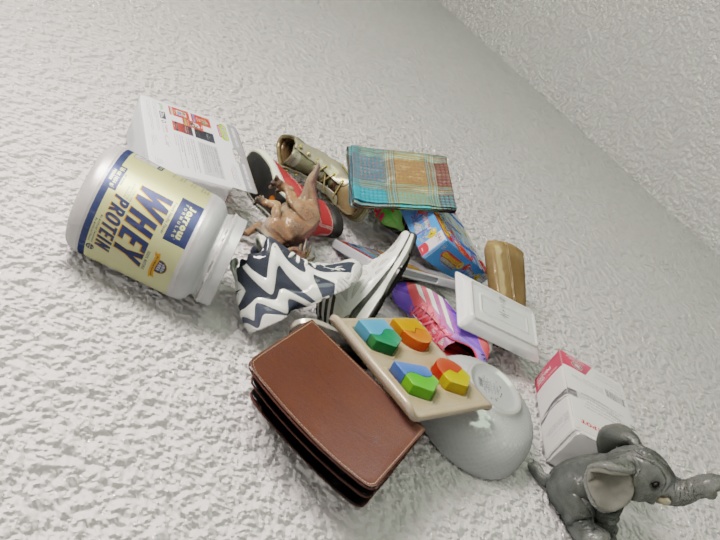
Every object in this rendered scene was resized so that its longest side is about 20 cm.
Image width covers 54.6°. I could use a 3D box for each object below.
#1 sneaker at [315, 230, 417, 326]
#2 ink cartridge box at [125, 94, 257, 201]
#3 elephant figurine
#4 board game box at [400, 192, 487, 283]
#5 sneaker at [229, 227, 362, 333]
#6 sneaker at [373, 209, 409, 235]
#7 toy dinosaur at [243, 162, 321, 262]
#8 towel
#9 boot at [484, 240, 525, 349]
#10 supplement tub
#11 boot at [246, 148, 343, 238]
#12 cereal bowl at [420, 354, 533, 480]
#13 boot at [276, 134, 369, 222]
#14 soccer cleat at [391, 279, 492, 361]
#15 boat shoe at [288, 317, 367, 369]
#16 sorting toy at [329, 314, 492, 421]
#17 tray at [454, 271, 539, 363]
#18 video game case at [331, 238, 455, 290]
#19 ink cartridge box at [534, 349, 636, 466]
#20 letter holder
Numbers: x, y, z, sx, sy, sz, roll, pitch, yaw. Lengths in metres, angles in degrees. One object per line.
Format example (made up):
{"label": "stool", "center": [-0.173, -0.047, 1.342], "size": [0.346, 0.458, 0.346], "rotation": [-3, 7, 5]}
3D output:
{"label": "sneaker", "center": [0.000, 0.000, 1.074], "size": [0.114, 0.076, 0.202], "rotation": [32, 72, 8]}
{"label": "ink cartridge box", "center": [-0.273, -0.169, 1.114], "size": [0.172, 0.085, 0.202], "rotation": [12, 37, -32]}
{"label": "elephant figurine", "center": [0.366, 0.289, 0.978], "size": [0.152, 0.202, 0.143], "rotation": [18, 33, -23]}
{"label": "board game box", "center": [0.150, -0.081, 1.344], "size": [0.195, 0.055, 0.203], "rotation": [31, 30, -51]}
{"label": "sneaker", "center": [-0.096, -0.010, 0.981], "size": [0.196, 0.079, 0.132], "rotation": [-25, 92, -22]}
{"label": "sneaker", "center": [0.060, -0.132, 1.416], "size": [0.084, 0.076, 0.202], "rotation": [47, 20, -30]}
{"label": "toy dinosaur", "center": [-0.104, -0.067, 1.089], "size": [0.135, 0.086, 0.201], "rotation": [38, 66, 2]}
{"label": "towel", "center": [0.072, -0.167, 1.267], "size": [0.194, 0.022, 0.149], "rotation": [3, 52, -10]}
{"label": "boot", "center": [0.246, 0.036, 1.287], "size": [0.173, 0.065, 0.205], "rotation": [26, 53, -37]}
{"label": "supplement tub", "center": [-0.260, -0.054, 0.904], "size": [0.197, 0.146, 0.146], "rotation": [26, 31, -12]}
{"label": "boot", "center": [-0.116, -0.132, 1.240], "size": [0.143, 0.073, 0.201], "rotation": [0, 46, -53]}
{"label": "cereal bowl", "center": [0.180, 0.202, 1.037], "size": [0.197, 0.084, 0.202], "rotation": [25, 33, -17]}
{"label": "boot", "center": [-0.071, -0.174, 1.290], "size": [0.153, 0.073, 0.201], "rotation": [27, 17, -39]}
{"label": "soccer cleat", "center": [0.131, 0.091, 1.165], "size": [0.198, 0.069, 0.073], "rotation": [37, 39, 3]}
{"label": "boat shoe", "center": [-0.015, 0.118, 0.988], "size": [0.196, 0.067, 0.058], "rotation": [15, 51, -30]}
{"label": "sorting toy", "center": [0.072, 0.119, 0.930], "size": [0.198, 0.037, 0.185], "rotation": [10, 29, -49]}
{"label": "tray", "center": [0.240, 0.078, 1.193], "size": [0.197, 0.022, 0.110], "rotation": [25, 49, -29]}
{"label": "video game case", "center": [0.062, -0.010, 1.224], "size": [0.196, 0.018, 0.142], "rotation": [14, 9, -31]}
{"label": "ink cartridge box", "center": [0.376, 0.251, 1.156], "size": [0.143, 0.086, 0.201], "rotation": [29, 29, -9]}
{"label": "letter holder", "center": [-0.047, 0.183, 0.829], "size": [0.199, 0.101, 0.141], "rotation": [42, 33, 13]}
